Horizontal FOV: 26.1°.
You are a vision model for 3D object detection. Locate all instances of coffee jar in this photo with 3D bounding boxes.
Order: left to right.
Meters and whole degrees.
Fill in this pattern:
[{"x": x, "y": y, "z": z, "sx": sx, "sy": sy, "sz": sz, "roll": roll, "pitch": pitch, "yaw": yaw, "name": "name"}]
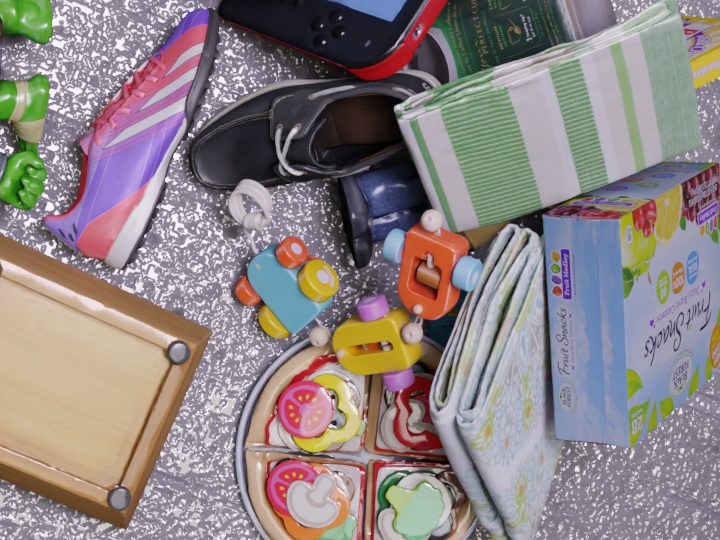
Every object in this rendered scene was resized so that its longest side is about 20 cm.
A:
[{"x": 0.083, "y": -0.162, "z": 1.126, "sx": 0.085, "sy": 0.199, "sz": 0.105, "roll": -30, "pitch": 104, "yaw": -54, "name": "coffee jar"}]

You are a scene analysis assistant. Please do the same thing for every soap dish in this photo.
[{"x": -0.219, "y": 0.076, "z": 1.092, "sx": 0.199, "sy": 0.081, "sz": 0.158, "roll": 26, "pitch": 84, "yaw": -17, "name": "soap dish"}]

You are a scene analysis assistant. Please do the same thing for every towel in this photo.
[{"x": 0.111, "y": 0.086, "z": 1.134, "sx": 0.172, "sy": 0.048, "sz": 0.200, "roll": -66, "pitch": 149, "yaw": -28, "name": "towel"}, {"x": 0.132, "y": -0.099, "z": 1.066, "sx": 0.199, "sy": 0.024, "sz": 0.153, "roll": -21, "pitch": 142, "yaw": 4, "name": "towel"}]

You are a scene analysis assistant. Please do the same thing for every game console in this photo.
[{"x": 0.006, "y": -0.241, "z": 1.120, "sx": 0.201, "sy": 0.176, "sz": 0.031, "roll": -57, "pitch": 146, "yaw": -8, "name": "game console"}]

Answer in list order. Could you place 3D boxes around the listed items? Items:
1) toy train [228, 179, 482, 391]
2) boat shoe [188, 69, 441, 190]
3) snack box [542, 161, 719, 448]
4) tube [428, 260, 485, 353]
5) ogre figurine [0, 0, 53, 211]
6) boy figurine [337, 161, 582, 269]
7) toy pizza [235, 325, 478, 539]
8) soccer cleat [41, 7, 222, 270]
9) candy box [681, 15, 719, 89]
[{"x": 0.000, "y": 0.000, "z": 1.117, "sx": 0.056, "sy": 0.199, "sz": 0.151, "roll": -36, "pitch": 137, "yaw": -49, "name": "toy train"}, {"x": -0.039, "y": -0.097, "z": 1.109, "sx": 0.198, "sy": 0.068, "sz": 0.072, "roll": -11, "pitch": 109, "yaw": 20, "name": "boat shoe"}, {"x": 0.209, "y": 0.019, "z": 1.162, "sx": 0.200, "sy": 0.067, "sz": 0.170, "roll": -23, "pitch": 113, "yaw": -54, "name": "snack box"}, {"x": 0.083, "y": 0.094, "z": 1.208, "sx": 0.077, "sy": 0.050, "sz": 0.202, "roll": -4, "pitch": 98, "yaw": -4, "name": "tube"}, {"x": -0.274, "y": -0.149, "z": 1.064, "sx": 0.119, "sy": 0.098, "sz": 0.202, "roll": 3, "pitch": 102, "yaw": -29, "name": "ogre figurine"}, {"x": 0.083, "y": -0.056, "z": 1.174, "sx": 0.198, "sy": 0.065, "sz": 0.125, "roll": -11, "pitch": 137, "yaw": -7, "name": "boy figurine"}, {"x": 0.005, "y": 0.140, "z": 1.166, "sx": 0.198, "sy": 0.032, "sz": 0.202, "roll": 0, "pitch": 93, "yaw": -4, "name": "toy pizza"}, {"x": -0.160, "y": -0.104, "z": 1.116, "sx": 0.073, "sy": 0.068, "sz": 0.201, "roll": 23, "pitch": 87, "yaw": -12, "name": "soccer cleat"}, {"x": 0.211, "y": -0.150, "z": 1.186, "sx": 0.199, "sy": 0.102, "sz": 0.027, "roll": -27, "pitch": 118, "yaw": -28, "name": "candy box"}]
